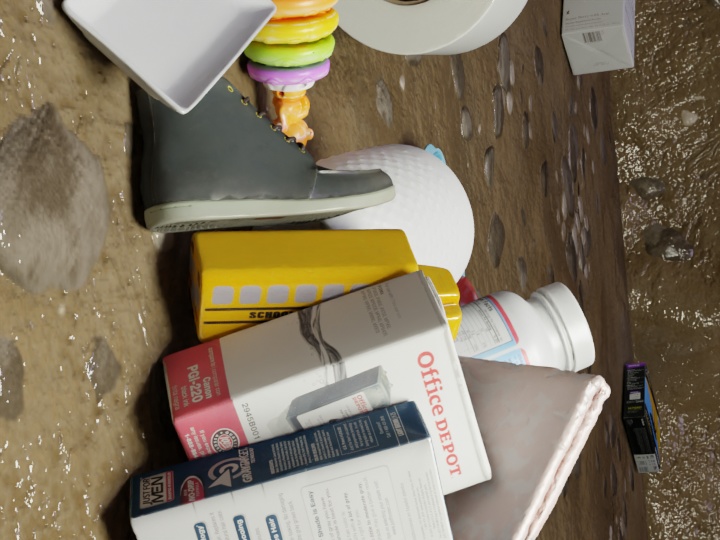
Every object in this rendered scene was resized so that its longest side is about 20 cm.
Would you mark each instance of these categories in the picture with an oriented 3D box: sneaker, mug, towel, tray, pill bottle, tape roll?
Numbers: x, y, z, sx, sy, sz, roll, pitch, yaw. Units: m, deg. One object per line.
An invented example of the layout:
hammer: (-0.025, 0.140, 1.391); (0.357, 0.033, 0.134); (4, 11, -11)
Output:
sneaker: (-0.064, -0.088, 0.973); (0.199, 0.075, 0.107); (-5, 86, -33)
mug: (0.000, 0.000, 1.127); (0.175, 0.147, 0.201); (-18, 92, -58)
towel: (0.074, 0.152, 1.023); (0.032, 0.200, 0.191); (43, 66, -34)
tray: (-0.132, -0.180, 0.945); (0.107, 0.022, 0.200); (42, 33, -11)
pill bottle: (0.105, 0.085, 1.220); (0.109, 0.199, 0.109); (159, -90, -82)
tape roll: (0.064, -0.312, 1.316); (0.139, 0.202, 0.204); (-26, 109, -68)

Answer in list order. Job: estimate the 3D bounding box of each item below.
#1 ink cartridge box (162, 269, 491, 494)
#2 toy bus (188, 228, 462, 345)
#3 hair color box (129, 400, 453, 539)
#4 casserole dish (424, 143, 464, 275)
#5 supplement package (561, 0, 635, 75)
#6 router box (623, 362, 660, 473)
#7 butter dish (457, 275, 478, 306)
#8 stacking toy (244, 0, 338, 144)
ink cartridge box: (-0.021, 0.105, 0.956); (0.085, 0.199, 0.146); (-115, -174, -59)
toy bus: (-0.024, 0.014, 0.992); (0.065, 0.199, 0.079); (-109, -157, -50)
hair color box: (-0.044, 0.165, 0.895); (0.061, 0.199, 0.100); (-115, -169, -68)
casserole dish: (0.079, -0.044, 1.534); (0.121, 0.039, 0.201); (-52, 133, -62)
supplement package: (0.457, -0.494, 2.574); (0.120, 0.121, 0.201); (59, 32, -50)
router box: (0.609, 0.319, 2.907); (0.150, 0.051, 0.200); (-78, 154, -42)
butter dish: (0.079, 0.080, 1.343); (0.200, 0.147, 0.200); (-28, 111, -68)
stacking toy: (-0.060, -0.190, 1.115); (0.110, 0.116, 0.201); (-51, 144, -59)
